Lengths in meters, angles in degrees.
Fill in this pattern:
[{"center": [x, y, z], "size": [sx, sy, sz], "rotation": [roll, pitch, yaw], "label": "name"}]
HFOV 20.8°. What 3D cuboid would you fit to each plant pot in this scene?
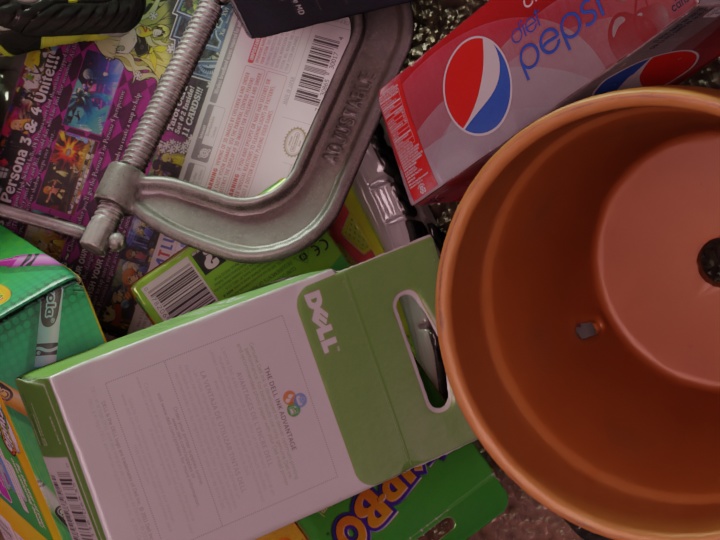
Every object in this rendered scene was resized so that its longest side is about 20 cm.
[{"center": [0.150, 0.008, 0.887], "size": [0.200, 0.140, 0.200], "rotation": [6, 105, 21], "label": "plant pot"}]

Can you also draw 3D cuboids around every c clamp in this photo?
[{"center": [-0.072, -0.085, 0.963], "size": [0.171, 0.027, 0.200], "rotation": [23, 72, 19], "label": "c clamp"}]

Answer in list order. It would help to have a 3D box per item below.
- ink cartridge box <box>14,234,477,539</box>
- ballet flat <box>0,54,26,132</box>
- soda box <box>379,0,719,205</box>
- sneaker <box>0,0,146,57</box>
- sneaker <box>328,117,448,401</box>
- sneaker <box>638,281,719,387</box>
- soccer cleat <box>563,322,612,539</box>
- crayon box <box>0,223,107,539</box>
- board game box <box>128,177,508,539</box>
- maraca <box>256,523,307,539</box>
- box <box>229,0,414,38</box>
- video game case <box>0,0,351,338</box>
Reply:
[{"center": [-0.046, 0.063, 0.913], "size": [0.200, 0.059, 0.104], "rotation": [-21, 95, -24], "label": "ink cartridge box"}, {"center": [-0.180, -0.063, 1.097], "size": [0.071, 0.065, 0.200], "rotation": [-15, 89, 24], "label": "ballet flat"}, {"center": [0.095, -0.099, 0.885], "size": [0.200, 0.070, 0.063], "rotation": [-34, 70, 47], "label": "soda box"}, {"center": [-0.206, -0.133, 0.968], "size": [0.200, 0.076, 0.075], "rotation": [-3, 64, -22], "label": "sneaker"}, {"center": [0.000, 0.000, 1.044], "size": [0.090, 0.078, 0.200], "rotation": [-24, 76, 18], "label": "sneaker"}, {"center": [0.194, -0.001, 0.976], "size": [0.112, 0.078, 0.200], "rotation": [4, 96, 16], "label": "sneaker"}, {"center": [0.112, 0.059, 1.018], "size": [0.070, 0.086, 0.200], "rotation": [-31, 61, 24], "label": "soccer cleat"}, {"center": [-0.158, 0.079, 0.982], "size": [0.119, 0.058, 0.200], "rotation": [28, 142, 50], "label": "crayon box"}, {"center": [-0.018, 0.062, 0.969], "size": [0.096, 0.030, 0.200], "rotation": [-36, 95, -8], "label": "board game box"}, {"center": [-0.057, 0.100, 1.047], "size": [0.137, 0.107, 0.200], "rotation": [4, 97, 35], "label": "maraca"}, {"center": [0.025, -0.232, 0.935], "size": [0.200, 0.197, 0.117], "rotation": [-12, 135, 17], "label": "box"}, {"center": [-0.102, -0.061, 1.023], "size": [0.181, 0.036, 0.200], "rotation": [16, 87, 19], "label": "video game case"}]
